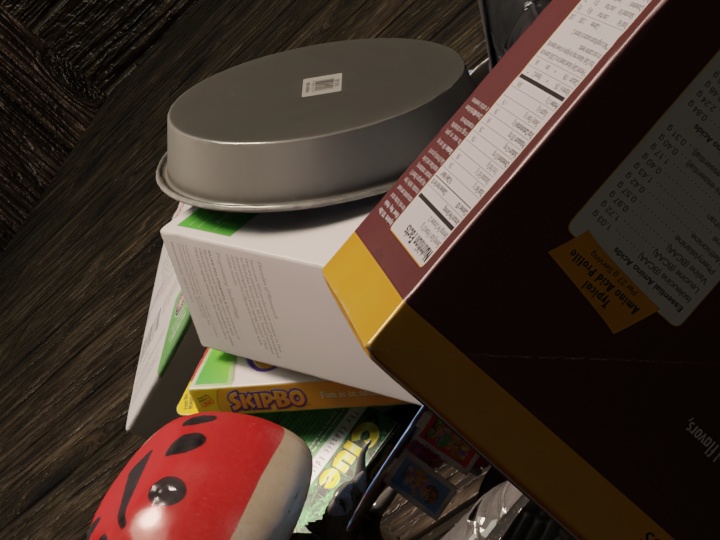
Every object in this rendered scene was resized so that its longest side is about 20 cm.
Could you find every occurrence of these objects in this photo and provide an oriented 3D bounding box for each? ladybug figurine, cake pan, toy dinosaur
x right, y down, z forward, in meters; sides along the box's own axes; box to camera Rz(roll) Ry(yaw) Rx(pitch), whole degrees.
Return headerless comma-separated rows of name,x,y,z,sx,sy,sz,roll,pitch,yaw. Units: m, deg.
ladybug figurine,-0.087,0.127,1.171,0.136,0.072,0.200,-45,9,7
cake pan,-0.022,-0.087,1.322,0.198,0.037,0.201,-9,22,4
toy dinosaur,-0.036,0.170,1.219,0.102,0.077,0.200,-43,3,-30

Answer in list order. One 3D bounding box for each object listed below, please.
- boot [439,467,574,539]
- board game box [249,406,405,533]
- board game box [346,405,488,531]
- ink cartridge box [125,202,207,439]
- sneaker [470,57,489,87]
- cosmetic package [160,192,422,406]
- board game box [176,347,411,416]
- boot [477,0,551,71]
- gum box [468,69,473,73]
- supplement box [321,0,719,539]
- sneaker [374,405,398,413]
boot,0.055,0.133,1.021,0.200,0.070,0.132,-39,9,16
board game box,-0.068,0.148,1.329,0.104,0.023,0.200,29,76,39
board game box,0.065,0.046,1.069,0.201,0.039,0.158,-57,-6,5
ink cartridge box,-0.090,0.008,1.620,0.201,0.087,0.146,-86,19,-44
sneaker,0.061,-0.073,1.429,0.199,0.081,0.086,-30,1,-20
cosmetic package,0.000,0.000,1.279,0.199,0.085,0.107,10,38,44
board game box,-0.009,0.041,1.332,0.198,0.030,0.096,-7,35,27
boot,0.121,-0.065,1.276,0.065,0.165,0.201,-24,40,3
gum box,0.040,-0.045,1.584,0.200,0.044,0.170,-52,13,-2
supplement box,0.127,0.001,0.810,0.200,0.197,0.133,-48,13,4
sneaker,-0.010,0.047,1.403,0.200,0.084,0.075,-46,14,18
